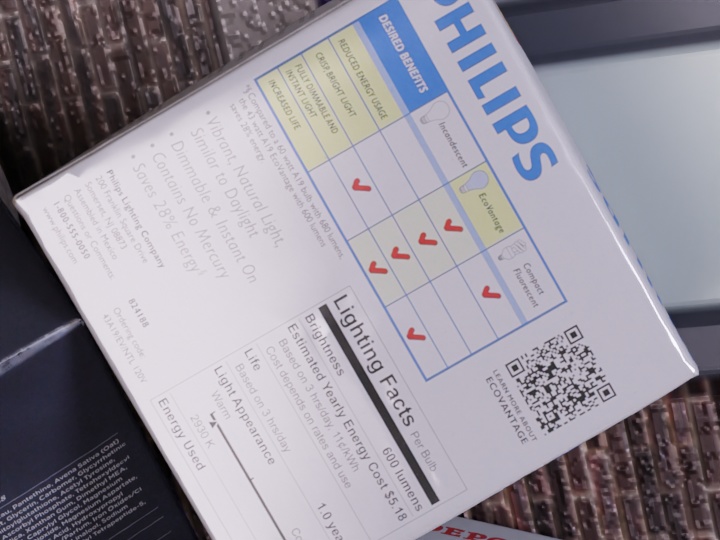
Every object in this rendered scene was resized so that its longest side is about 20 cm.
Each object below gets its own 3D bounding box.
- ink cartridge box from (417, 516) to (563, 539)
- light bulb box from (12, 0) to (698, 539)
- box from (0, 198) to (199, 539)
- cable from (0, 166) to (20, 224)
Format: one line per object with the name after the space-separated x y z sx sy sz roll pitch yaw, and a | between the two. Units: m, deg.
-0.005 0.174 1.143 0.146 0.200 0.084 10 111 19 | ink cartridge box
0.000 0.000 1.078 0.199 0.125 0.199 -30 96 4 | light bulb box
-0.161 0.061 1.144 0.148 0.104 0.200 51 168 39 | box
-0.253 -0.018 1.257 0.199 0.069 0.201 24 117 15 | cable
